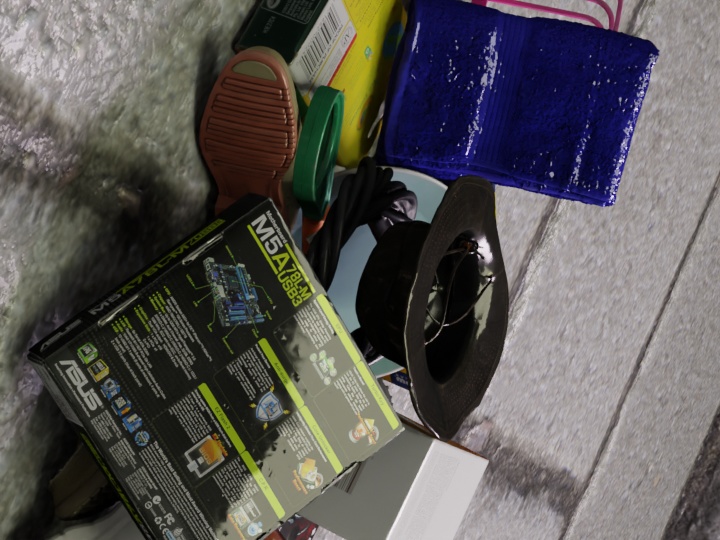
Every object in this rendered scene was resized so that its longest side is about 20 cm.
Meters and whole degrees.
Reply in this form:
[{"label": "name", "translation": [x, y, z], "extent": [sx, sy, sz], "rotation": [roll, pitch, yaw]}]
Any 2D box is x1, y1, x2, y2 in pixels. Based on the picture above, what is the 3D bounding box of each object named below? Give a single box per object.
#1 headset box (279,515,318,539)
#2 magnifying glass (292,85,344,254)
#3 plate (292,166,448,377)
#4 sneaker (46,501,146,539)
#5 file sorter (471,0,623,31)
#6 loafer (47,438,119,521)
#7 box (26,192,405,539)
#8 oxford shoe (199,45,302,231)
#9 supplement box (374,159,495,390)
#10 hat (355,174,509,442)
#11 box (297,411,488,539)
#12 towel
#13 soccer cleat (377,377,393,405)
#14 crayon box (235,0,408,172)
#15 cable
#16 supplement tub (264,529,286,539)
[{"label": "headset box", "translation": [-0.082, 0.158, 1.667], "extent": [0.149, 0.077, 0.200], "rotation": [-62, 159, -14]}, {"label": "magnifying glass", "translation": [-0.032, -0.058, 1.511], "extent": [0.200, 0.022, 0.080], "rotation": [97, 10, -55]}, {"label": "plate", "translation": [0.000, 0.000, 1.632], "extent": [0.026, 0.199, 0.201], "rotation": [-115, -150, -56]}, {"label": "sneaker", "translation": [-0.146, 0.194, 1.439], "extent": [0.200, 0.087, 0.075], "rotation": [-37, 165, -10]}, {"label": "file sorter", "translation": [0.141, -0.162, 1.712], "extent": [0.200, 0.125, 0.140], "rotation": [96, 7, -76]}, {"label": "loafer", "translation": [-0.158, 0.090, 1.443], "extent": [0.200, 0.067, 0.076], "rotation": [-50, 165, -2]}, {"label": "box", "translation": [-0.095, 0.082, 1.385], "extent": [0.193, 0.047, 0.201], "rotation": [-38, 111, -19]}, {"label": "oxford shoe", "translation": [-0.072, -0.095, 1.475], "extent": [0.201, 0.070, 0.074], "rotation": [97, 12, -49]}, {"label": "supplement box", "translation": [0.050, 0.004, 1.784], "extent": [0.109, 0.109, 0.201], "rotation": [-53, 154, -31]}, {"label": "hat", "translation": [0.043, 0.025, 1.509], "extent": [0.200, 0.080, 0.202], "rotation": [7, 90, -67]}, {"label": "box", "translation": [0.008, 0.156, 1.585], "extent": [0.098, 0.124, 0.200], "rotation": [-64, 162, -2]}, {"label": "towel", "translation": [0.119, -0.126, 1.572], "extent": [0.050, 0.199, 0.148], "rotation": [-88, -171, -60]}, {"label": "soccer cleat", "translation": [-0.022, 0.098, 1.767], "extent": [0.073, 0.068, 0.201], "rotation": [-54, 150, -28]}, {"label": "crayon box", "translation": [-0.020, -0.165, 1.536], "extent": [0.127, 0.051, 0.200], "rotation": [-61, 157, -15]}, {"label": "cable", "translation": [-0.005, 0.001, 1.547], "extent": [0.200, 0.051, 0.164], "rotation": [33, 74, -66]}, {"label": "supplement tub", "translation": [-0.149, 0.244, 1.503], "extent": [0.200, 0.107, 0.107], "rotation": [-38, 151, -11]}]
